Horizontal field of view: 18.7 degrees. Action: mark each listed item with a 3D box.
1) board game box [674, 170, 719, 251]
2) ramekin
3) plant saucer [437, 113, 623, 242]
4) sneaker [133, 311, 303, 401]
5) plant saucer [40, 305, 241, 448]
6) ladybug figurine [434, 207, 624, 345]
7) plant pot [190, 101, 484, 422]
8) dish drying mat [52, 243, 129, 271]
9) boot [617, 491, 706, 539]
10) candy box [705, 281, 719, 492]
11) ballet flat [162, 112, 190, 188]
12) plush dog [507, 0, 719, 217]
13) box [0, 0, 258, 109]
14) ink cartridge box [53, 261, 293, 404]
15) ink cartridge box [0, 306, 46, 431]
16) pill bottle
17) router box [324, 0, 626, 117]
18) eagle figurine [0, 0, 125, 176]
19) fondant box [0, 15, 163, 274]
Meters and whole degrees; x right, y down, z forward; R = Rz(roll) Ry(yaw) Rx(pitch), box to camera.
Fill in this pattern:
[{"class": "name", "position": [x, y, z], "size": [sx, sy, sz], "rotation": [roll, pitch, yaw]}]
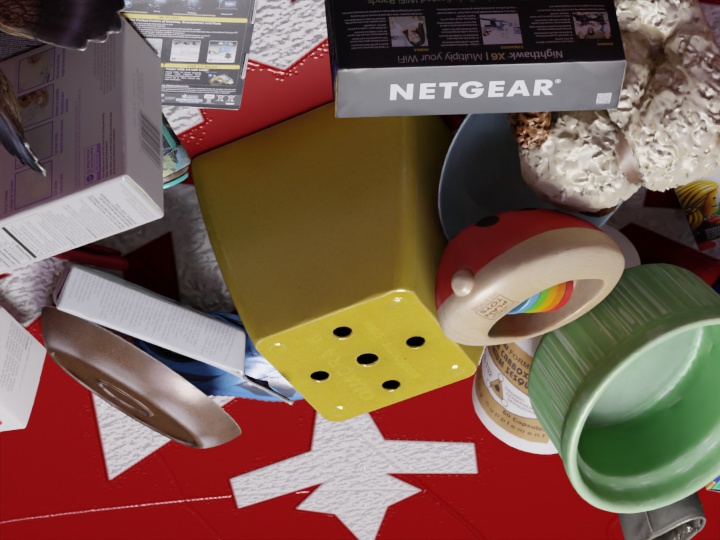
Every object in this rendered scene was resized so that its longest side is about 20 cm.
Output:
[{"class": "board game box", "position": [0.355, -0.089, 1.776], "size": [0.199, 0.035, 0.126], "rotation": [-16, 141, 14]}, {"class": "ramekin", "position": [0.234, 0.091, 1.780], "size": [0.199, 0.098, 0.201], "rotation": [-17, 132, -19]}, {"class": "plant saucer", "position": [0.136, -0.094, 1.698], "size": [0.200, 0.039, 0.202], "rotation": [-19, 130, -24]}, {"class": "sneaker", "position": [-0.097, 0.070, 1.893], "size": [0.199, 0.066, 0.079], "rotation": [-1, 153, -3]}, {"class": "plant saucer", "position": [-0.193, 0.097, 1.849], "size": [0.200, 0.032, 0.200], "rotation": [29, 166, 8]}, {"class": "ladybug figurine", "position": [0.121, 0.000, 1.651], "size": [0.136, 0.072, 0.200], "rotation": [-37, 161, 24]}, {"class": "plant pot", "position": [0.000, 0.000, 1.731], "size": [0.199, 0.177, 0.200], "rotation": [-21, 140, 18]}, {"class": "dish drying mat", "position": [-0.289, -0.030, 1.754], "size": [0.199, 0.018, 0.077], "rotation": [12, -177, -22]}, {"class": "boot", "position": [0.256, 0.133, 1.912], "size": [0.072, 0.201, 0.182], "rotation": [2, 143, -18]}, {"class": "candy box", "position": [0.358, 0.071, 1.872], "size": [0.077, 0.170, 0.200], "rotation": [9, 140, -19]}, {"class": "ballet flat", "position": [-0.213, -0.085, 1.683], "size": [0.199, 0.074, 0.074], "rotation": [-12, 145, 36]}, {"class": "plush dog", "position": [0.200, -0.102, 1.624], "size": [0.171, 0.161, 0.200], "rotation": [-24, 137, 12]}, {"class": "box", "position": [-0.176, -0.187, 1.573], "size": [0.199, 0.049, 0.161], "rotation": [2, 144, -9]}, {"class": "ink cartridge box", "position": [-0.149, 0.046, 1.755], "size": [0.199, 0.041, 0.200], "rotation": [23, 177, -9]}, {"class": "ink cartridge box", "position": [-0.378, 0.059, 1.815], "size": [0.146, 0.083, 0.200], "rotation": [-9, 144, 25]}, {"class": "pill bottle", "position": [0.171, 0.055, 1.870], "size": [0.114, 0.115, 0.200], "rotation": [3, 137, -11]}, {"class": "router box", "position": [0.075, -0.183, 1.520], "size": [0.199, 0.158, 0.052], "rotation": [-2, 142, -4]}, {"class": "eagle figurine", "position": [-0.270, -0.169, 1.455], "size": [0.199, 0.151, 0.152], "rotation": [22, 163, -13]}, {"class": "fondant box", "position": [-0.239, -0.080, 1.550], "size": [0.199, 0.145, 0.058], "rotation": [-17, 144, 19]}]
